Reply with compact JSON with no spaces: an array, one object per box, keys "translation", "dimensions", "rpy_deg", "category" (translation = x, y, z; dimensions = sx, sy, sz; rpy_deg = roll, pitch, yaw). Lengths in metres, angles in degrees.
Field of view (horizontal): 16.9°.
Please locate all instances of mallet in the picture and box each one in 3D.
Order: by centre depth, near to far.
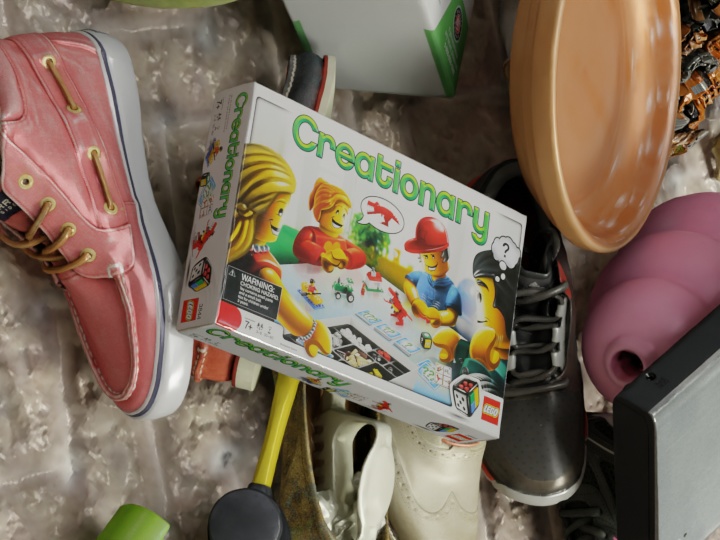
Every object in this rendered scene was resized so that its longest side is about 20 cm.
[{"translation":[-0.038,0.059,1.232],"dimensions":[0.041,0.066,0.201],"rpy_deg":[12,81,5],"category":"mallet"}]

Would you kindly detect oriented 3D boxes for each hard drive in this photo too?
[{"translation":[0.217,0.065,1.351],"dimensions":[0.200,0.033,0.140],"rpy_deg":[-38,141,-28],"category":"hard drive"}]

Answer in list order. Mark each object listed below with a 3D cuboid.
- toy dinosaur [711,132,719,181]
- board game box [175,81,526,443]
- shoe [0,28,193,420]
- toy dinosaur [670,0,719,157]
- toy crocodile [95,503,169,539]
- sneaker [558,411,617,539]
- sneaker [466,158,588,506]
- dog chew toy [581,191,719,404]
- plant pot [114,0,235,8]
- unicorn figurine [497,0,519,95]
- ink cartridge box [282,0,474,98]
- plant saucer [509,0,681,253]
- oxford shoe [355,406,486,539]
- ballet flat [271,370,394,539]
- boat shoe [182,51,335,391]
[{"translation":[0.253,-0.161,1.585],"dimensions":[0.101,0.058,0.201],"rpy_deg":[-3,82,-41],"category":"toy dinosaur"},{"translation":[0.000,0.000,1.233],"dimensions":[0.200,0.035,0.127],"rpy_deg":[23,66,-39],"category":"board game box"},{"translation":[-0.147,-0.022,1.185],"dimensions":[0.091,0.071,0.201],"rpy_deg":[-4,77,-41],"category":"shoe"},{"translation":[0.212,-0.173,1.514],"dimensions":[0.135,0.102,0.201],"rpy_deg":[27,73,-30],"category":"toy dinosaur"},{"translation":[-0.073,0.202,1.200],"dimensions":[0.067,0.062,0.200],"rpy_deg":[-39,107,-40],"category":"toy crocodile"},{"translation":[0.150,0.177,1.401],"dimensions":[0.086,0.080,0.201],"rpy_deg":[-28,94,-32],"category":"sneaker"},{"translation":[0.087,0.030,1.358],"dimensions":[0.077,0.082,0.201],"rpy_deg":[-7,74,-8],"category":"sneaker"},{"translation":[0.190,0.028,1.417],"dimensions":[0.200,0.124,0.125],"rpy_deg":[-32,102,-60],"category":"dog chew toy"},{"translation":[-0.094,-0.269,1.230],"dimensions":[0.200,0.200,0.190],"rpy_deg":[40,44,-28],"category":"plant pot"},{"translation":[0.107,-0.191,1.419],"dimensions":[0.074,0.201,0.137],"rpy_deg":[15,24,-2],"category":"unicorn figurine"},{"translation":[0.020,-0.217,1.330],"dimensions":[0.146,0.084,0.201],"rpy_deg":[65,33,-61],"category":"ink cartridge box"},{"translation":[0.129,-0.111,1.343],"dimensions":[0.200,0.037,0.201],"rpy_deg":[-20,113,-62],"category":"plant saucer"},{"translation":[0.042,0.075,1.326],"dimensions":[0.071,0.074,0.201],"rpy_deg":[-1,81,-42],"category":"oxford shoe"},{"translation":[-0.011,0.072,1.285],"dimensions":[0.071,0.071,0.201],"rpy_deg":[11,72,-40],"category":"ballet flat"},{"translation":[-0.059,-0.033,1.270],"dimensions":[0.062,0.071,0.201],"rpy_deg":[14,65,6],"category":"boat shoe"}]
